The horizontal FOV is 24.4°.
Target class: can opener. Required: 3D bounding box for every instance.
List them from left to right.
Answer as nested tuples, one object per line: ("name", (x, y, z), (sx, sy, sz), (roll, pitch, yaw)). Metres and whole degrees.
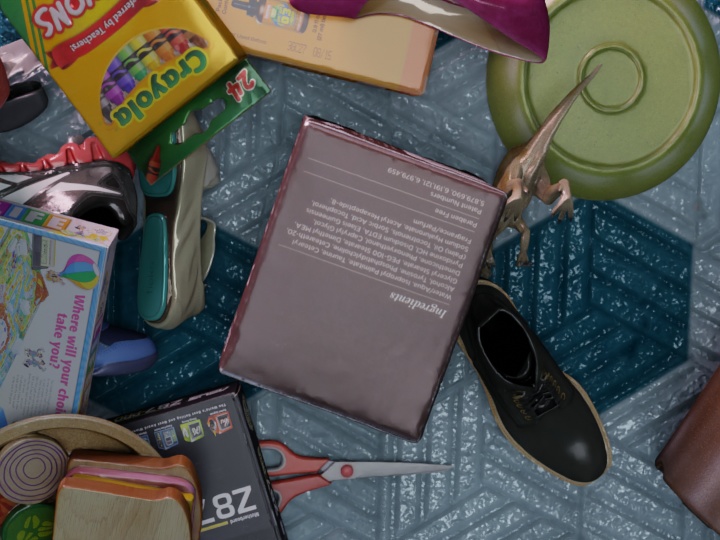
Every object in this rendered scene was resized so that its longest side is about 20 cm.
("can opener", (-0.232, -0.169, 1.328), (0.198, 0.054, 0.067), (-21, 129, -2))

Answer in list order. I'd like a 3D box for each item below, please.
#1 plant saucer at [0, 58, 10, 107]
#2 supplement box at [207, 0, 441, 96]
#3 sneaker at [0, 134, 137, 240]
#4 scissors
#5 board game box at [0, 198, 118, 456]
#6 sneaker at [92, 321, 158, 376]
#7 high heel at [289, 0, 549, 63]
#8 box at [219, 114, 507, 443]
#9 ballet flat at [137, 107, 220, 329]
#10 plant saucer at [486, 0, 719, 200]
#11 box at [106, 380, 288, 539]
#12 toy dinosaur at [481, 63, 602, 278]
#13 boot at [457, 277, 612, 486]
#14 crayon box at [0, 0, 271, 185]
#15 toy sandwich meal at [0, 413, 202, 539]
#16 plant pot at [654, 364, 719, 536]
("plant saucer", (-0.337, -0.100, 1.257), (0.037, 0.200, 0.201), (33, 95, -33))
("supplement box", (-0.040, -0.192, 1.325), (0.198, 0.069, 0.067), (13, 94, -8))
("sneaker", (-0.262, -0.039, 1.293), (0.198, 0.071, 0.099), (-15, 61, -15))
("scissors", (-0.024, 0.162, 1.392), (0.198, 0.014, 0.074), (-16, 96, -1))
("board game box", (-0.267, 0.047, 1.270), (0.133, 0.034, 0.202), (15, 115, 0))
("sneaker", (-0.255, 0.033, 1.331), (0.198, 0.074, 0.083), (14, 93, -7))
("high heel", (0.048, -0.192, 1.269), (0.198, 0.067, 0.097), (-10, 81, -20))
("box", (0.000, 0.000, 1.297), (0.163, 0.166, 0.202), (20, 95, -4))
("ballet flat", (-0.145, -0.054, 1.339), (0.069, 0.069, 0.202), (4, 98, -5))
("plant saucer", (0.202, -0.157, 1.366), (0.198, 0.031, 0.202), (-1, 97, -4))
("box", (-0.170, 0.195, 1.363), (0.198, 0.049, 0.163), (-15, 100, 2))
("toy dinosaur", (0.129, -0.071, 1.319), (0.058, 0.101, 0.201), (20, 116, -20))
("boot", (0.140, 0.103, 1.337), (0.077, 0.138, 0.200), (-40, 99, 1))
("crayon box", (-0.175, -0.178, 1.257), (0.127, 0.051, 0.201), (-37, 96, 10))
("toy sandwich meal", (-0.221, 0.201, 1.280), (0.203, 0.070, 0.207), (-4, 118, -8))
("plant pot", (0.354, 0.127, 1.341), (0.200, 0.200, 0.199), (36, 101, -8))
